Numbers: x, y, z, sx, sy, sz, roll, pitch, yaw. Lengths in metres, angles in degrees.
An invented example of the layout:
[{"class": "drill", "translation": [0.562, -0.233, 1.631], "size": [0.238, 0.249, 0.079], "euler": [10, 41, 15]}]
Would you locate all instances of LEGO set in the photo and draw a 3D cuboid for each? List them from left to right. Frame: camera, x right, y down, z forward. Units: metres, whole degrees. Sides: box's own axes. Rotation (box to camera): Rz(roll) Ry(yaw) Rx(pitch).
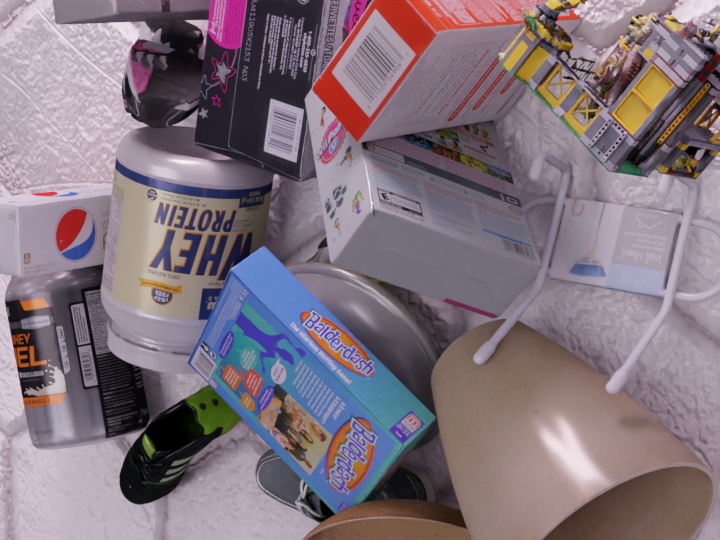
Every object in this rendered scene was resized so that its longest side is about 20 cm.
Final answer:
[{"class": "LEGO set", "translation": [0.205, -0.146, 1.075], "size": [0.116, 0.200, 0.154], "euler": [-52, 53, 24]}]

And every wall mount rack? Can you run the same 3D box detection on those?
[{"class": "wall mount rack", "translation": [0.174, 0.003, 1.174], "size": [0.199, 0.074, 0.175], "euler": [10, 84, 38]}]

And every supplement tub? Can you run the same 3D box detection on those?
[{"class": "supplement tub", "translation": [-0.287, 0.072, 1.552], "size": [0.122, 0.122, 0.201], "euler": [-10, 91, 40]}, {"class": "supplement tub", "translation": [-0.161, -0.020, 1.419], "size": [0.145, 0.145, 0.201], "euler": [21, 111, 35]}]

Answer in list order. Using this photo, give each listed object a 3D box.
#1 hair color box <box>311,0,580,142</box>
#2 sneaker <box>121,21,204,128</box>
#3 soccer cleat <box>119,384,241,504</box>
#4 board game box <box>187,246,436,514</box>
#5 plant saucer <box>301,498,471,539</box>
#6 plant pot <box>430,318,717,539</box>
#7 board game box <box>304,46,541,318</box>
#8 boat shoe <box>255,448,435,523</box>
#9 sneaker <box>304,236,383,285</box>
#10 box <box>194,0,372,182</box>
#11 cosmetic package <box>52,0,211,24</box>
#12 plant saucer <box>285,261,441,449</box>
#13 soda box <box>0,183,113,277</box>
[{"class": "hair color box", "translation": [0.068, -0.165, 1.170], "size": [0.064, 0.200, 0.111], "euler": [51, 125, 19]}, {"class": "sneaker", "translation": [-0.181, -0.164, 1.405], "size": [0.080, 0.200, 0.087], "euler": [21, 114, -10]}, {"class": "soccer cleat", "translation": [-0.193, 0.171, 1.519], "size": [0.200, 0.081, 0.068], "euler": [-43, 71, 36]}, {"class": "board game box", "translation": [-0.045, 0.098, 1.280], "size": [0.200, 0.045, 0.152], "euler": [45, 142, 11]}, {"class": "plant saucer", "translation": [0.042, 0.242, 1.302], "size": [0.200, 0.200, 0.036], "euler": [-30, 39, 38]}, {"class": "plant pot", "translation": [0.140, 0.140, 1.197], "size": [0.200, 0.187, 0.188], "euler": [56, 128, 37]}, {"class": "board game box", "translation": [0.043, -0.069, 1.188], "size": [0.064, 0.147, 0.200], "euler": [-53, 30, 33]}, {"class": "boat shoe", "translation": [-0.028, 0.195, 1.401], "size": [0.199, 0.062, 0.073], "euler": [6, 101, 38]}, {"class": "sneaker", "translation": [0.000, 0.000, 1.347], "size": [0.077, 0.075, 0.200], "euler": [55, 137, 9]}, {"class": "box", "translation": [-0.047, -0.191, 1.317], "size": [0.132, 0.115, 0.201], "euler": [21, 112, 34]}, {"class": "cosmetic package", "translation": [-0.174, -0.272, 1.352], "size": [0.090, 0.200, 0.107], "euler": [0, 100, 41]}, {"class": "plant saucer", "translation": [-0.020, 0.088, 1.335], "size": [0.200, 0.050, 0.201], "euler": [22, 134, 24]}, {"class": "soda box", "translation": [-0.264, -0.042, 1.463], "size": [0.063, 0.200, 0.068], "euler": [8, 102, 38]}]
